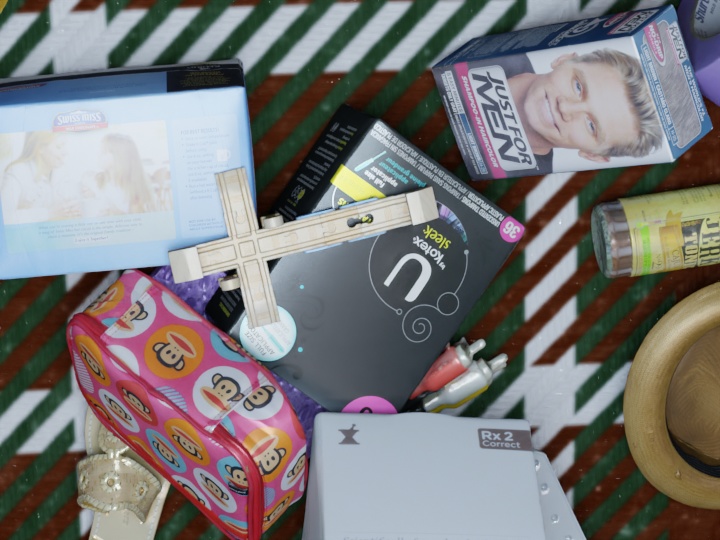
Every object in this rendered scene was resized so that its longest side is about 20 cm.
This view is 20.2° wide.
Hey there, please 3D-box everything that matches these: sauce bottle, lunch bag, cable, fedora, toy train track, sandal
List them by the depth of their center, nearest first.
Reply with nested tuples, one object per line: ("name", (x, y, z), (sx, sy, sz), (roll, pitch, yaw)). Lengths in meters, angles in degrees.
("toy train track", (-0.040, -0.025, 1.458), (0.198, 0.033, 0.116), (-14, 97, -6))
("lunch bag", (-0.128, 0.108, 1.515), (0.200, 0.177, 0.082), (39, 65, 19))
("sandal", (-0.191, 0.183, 1.612), (0.077, 0.070, 0.214), (8, 113, 1))
("sauce bottle", (0.286, -0.038, 1.616), (0.198, 0.065, 0.065), (-10, 107, -2))
("cable", (0.029, 0.119, 1.627), (0.200, 0.097, 0.050), (-42, 62, 3))
("fedora", (0.298, 0.092, 1.645), (0.198, 0.082, 0.203), (-2, 112, -5))

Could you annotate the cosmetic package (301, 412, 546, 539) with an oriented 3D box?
("cosmetic package", (0.041, 0.232, 1.494), (0.163, 0.166, 0.201), (2, 131, -5))

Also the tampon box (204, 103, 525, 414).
("tampon box", (0.000, 0.000, 1.551), (0.149, 0.126, 0.201), (34, 91, -15))

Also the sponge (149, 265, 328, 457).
("sponge", (-0.107, 0.078, 1.628), (0.111, 0.030, 0.200), (-43, 104, 6))

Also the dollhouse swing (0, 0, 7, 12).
("dollhouse swing", (-0.369, -0.249, 1.444), (0.199, 0.182, 0.176), (-33, 127, 5))

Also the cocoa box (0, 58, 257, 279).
("cocoa box", (-0.179, -0.079, 1.521), (0.198, 0.131, 0.135), (-5, 105, -4))

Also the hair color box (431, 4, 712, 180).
("hair color box", (0.155, -0.130, 1.514), (0.060, 0.199, 0.101), (-37, 112, -40))

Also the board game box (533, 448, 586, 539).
("board game box", (0.097, 0.269, 1.641), (0.198, 0.026, 0.201), (-26, 105, 2))

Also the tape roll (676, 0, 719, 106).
("tape roll", (0.319, -0.207, 1.500), (0.085, 0.200, 0.201), (31, 101, -12))
